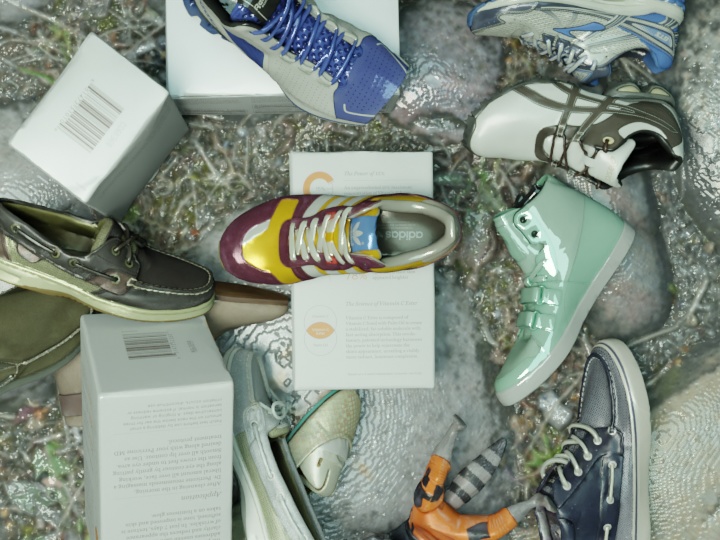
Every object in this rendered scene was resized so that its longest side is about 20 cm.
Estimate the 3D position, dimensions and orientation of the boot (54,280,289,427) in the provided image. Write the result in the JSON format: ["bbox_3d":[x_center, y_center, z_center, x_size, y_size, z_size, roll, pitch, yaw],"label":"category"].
[{"bbox_3d":[-0.170,0.080,1.151,0.197,0.070,0.148,8,95,-1],"label":"boot"}]

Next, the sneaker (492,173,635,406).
[{"bbox_3d":[0.146,0.013,1.156,0.118,0.074,0.202,34,78,-8],"label":"sneaker"}]

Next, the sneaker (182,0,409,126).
[{"bbox_3d":[-0.059,-0.187,1.020,0.198,0.115,0.081,33,90,-3],"label":"sneaker"}]

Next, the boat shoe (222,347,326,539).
[{"bbox_3d":[-0.072,0.161,1.092,0.064,0.074,0.204,-16,76,11],"label":"boat shoe"}]

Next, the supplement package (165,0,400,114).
[{"bbox_3d":[-0.067,-0.221,1.132,0.197,0.111,0.158,-1,89,-3],"label":"supplement package"}]

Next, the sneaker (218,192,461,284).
[{"bbox_3d":[-0.018,-0.030,1.044,0.197,0.090,0.076,-9,90,-3],"label":"sneaker"}]

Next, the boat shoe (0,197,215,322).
[{"bbox_3d":[-0.212,-0.010,1.064,0.197,0.074,0.065,11,122,-13],"label":"boat shoe"}]

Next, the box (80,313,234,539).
[{"bbox_3d":[-0.168,0.153,1.062,0.105,0.152,0.202,-4,113,-17],"label":"box"}]

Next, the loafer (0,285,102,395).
[{"bbox_3d":[-0.290,0.057,1.058,0.075,0.070,0.200,45,59,11],"label":"loafer"}]

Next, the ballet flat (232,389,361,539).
[{"bbox_3d":[-0.055,0.193,1.148,0.200,0.067,0.062,-49,56,4],"label":"ballet flat"}]

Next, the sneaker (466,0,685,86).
[{"bbox_3d":[0.194,-0.209,1.164,0.197,0.077,0.086,0,93,-2],"label":"sneaker"}]

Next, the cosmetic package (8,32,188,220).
[{"bbox_3d":[-0.210,-0.112,1.080,0.081,0.200,0.113,37,85,-2],"label":"cosmetic package"}]

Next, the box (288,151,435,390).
[{"bbox_3d":[0.000,0.000,1.139,0.123,0.097,0.203,0,90,-2],"label":"box"}]

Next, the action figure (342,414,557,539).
[{"bbox_3d":[0.084,0.249,1.147,0.199,0.105,0.194,39,103,-13],"label":"action figure"}]

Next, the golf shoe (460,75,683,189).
[{"bbox_3d":[0.189,-0.117,1.137,0.197,0.078,0.095,-7,46,-6],"label":"golf shoe"}]

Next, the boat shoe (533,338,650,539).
[{"bbox_3d":[0.201,0.165,1.149,0.092,0.075,0.203,-5,90,-22],"label":"boat shoe"}]
